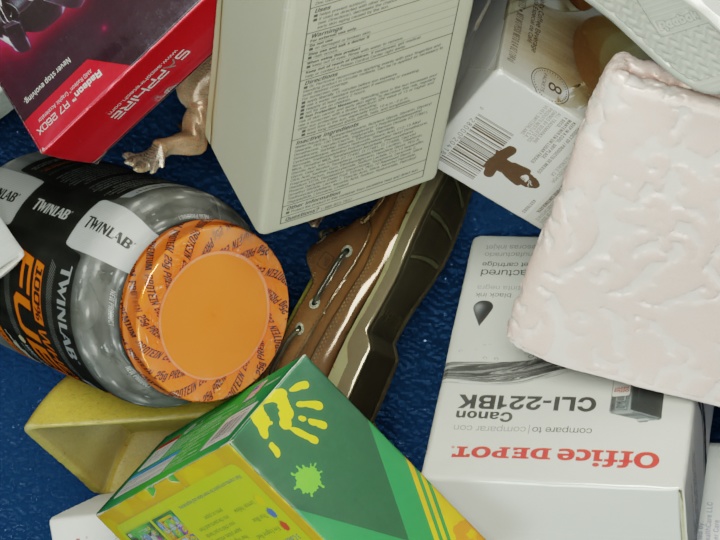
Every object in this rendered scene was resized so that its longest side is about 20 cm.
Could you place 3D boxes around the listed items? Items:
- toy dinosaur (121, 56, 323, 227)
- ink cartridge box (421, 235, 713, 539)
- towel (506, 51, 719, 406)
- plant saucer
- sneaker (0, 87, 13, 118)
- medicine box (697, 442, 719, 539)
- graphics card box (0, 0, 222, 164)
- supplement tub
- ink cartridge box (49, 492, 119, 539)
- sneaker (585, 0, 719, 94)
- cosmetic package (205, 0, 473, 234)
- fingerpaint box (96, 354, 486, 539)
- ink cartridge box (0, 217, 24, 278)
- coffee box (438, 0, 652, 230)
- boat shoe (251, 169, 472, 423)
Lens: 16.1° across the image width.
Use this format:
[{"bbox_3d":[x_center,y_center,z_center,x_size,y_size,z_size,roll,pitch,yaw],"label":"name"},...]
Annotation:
[{"bbox_3d":[-0.047,-0.111,1.375,0.199,0.086,0.136,19,115,-18],"label":"toy dinosaur"},{"bbox_3d":[0.121,0.077,1.420,0.144,0.200,0.084,1,133,13],"label":"ink cartridge box"},{"bbox_3d":[0.187,-0.010,1.284,0.190,0.032,0.200,15,134,-2],"label":"towel"},{"bbox_3d":[-0.084,0.089,1.533,0.199,0.049,0.200,-4,163,6],"label":"plant saucer"},{"bbox_3d":[-0.191,-0.149,1.354,0.200,0.071,0.099,-30,87,41],"label":"sneaker"},{"bbox_3d":[0.160,0.173,1.523,0.199,0.103,0.182,3,160,12],"label":"medicine box"},{"bbox_3d":[-0.152,-0.169,1.264,0.125,0.051,0.200,-40,70,23],"label":"graphics card box"},{"bbox_3d":[-0.133,0.005,1.414,0.200,0.123,0.123,17,150,54],"label":"supplement tub"},{"bbox_3d":[-0.077,0.205,1.556,0.199,0.086,0.147,-8,94,17],"label":"ink cartridge box"},{"bbox_3d":[0.128,-0.182,1.163,0.200,0.118,0.074,45,147,3],"label":"sneaker"},{"bbox_3d":[-0.010,-0.113,1.198,0.103,0.073,0.200,-18,149,-20],"label":"cosmetic package"},{"bbox_3d":[-0.032,0.148,1.379,0.167,0.073,0.200,46,150,-6],"label":"fingerpaint box"},{"bbox_3d":[-0.286,-0.057,1.418,0.200,0.050,0.161,55,145,-3],"label":"ink cartridge box"},{"bbox_3d":[0.140,-0.067,1.342,0.200,0.115,0.080,29,132,-15],"label":"coffee box"},{"bbox_3d":[0.000,0.000,1.406,0.068,0.201,0.072,21,167,23],"label":"boat shoe"}]
